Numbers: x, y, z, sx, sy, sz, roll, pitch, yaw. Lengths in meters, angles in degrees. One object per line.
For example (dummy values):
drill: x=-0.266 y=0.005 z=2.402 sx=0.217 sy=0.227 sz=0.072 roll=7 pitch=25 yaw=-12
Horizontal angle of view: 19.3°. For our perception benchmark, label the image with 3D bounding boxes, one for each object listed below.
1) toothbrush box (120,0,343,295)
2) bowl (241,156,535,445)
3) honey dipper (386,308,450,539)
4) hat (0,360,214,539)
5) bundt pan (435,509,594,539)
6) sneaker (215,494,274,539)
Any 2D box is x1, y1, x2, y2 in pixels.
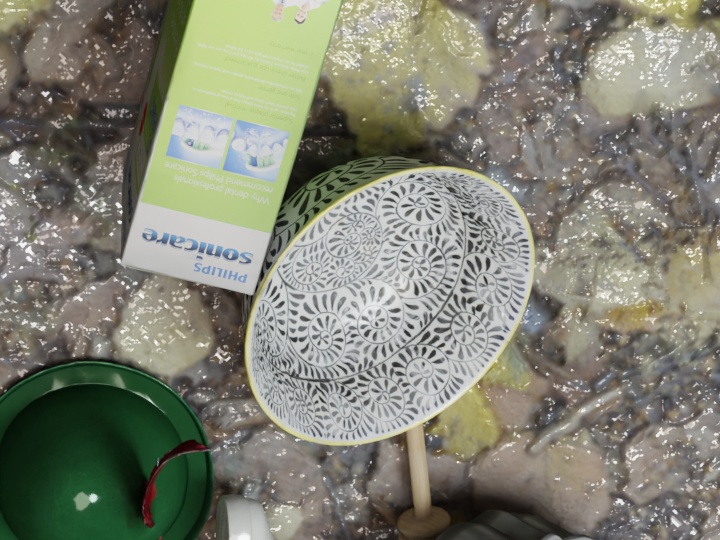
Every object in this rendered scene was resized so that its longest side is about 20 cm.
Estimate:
toothbrush box: x=-0.078 y=-0.111 z=1.240 sx=0.085 sy=0.146 sz=0.201 roll=12 pitch=114 yaw=-11
bowl: x=0.000 y=0.000 z=1.314 sx=0.199 sy=0.094 sz=0.202 roll=-18 pitch=131 yaw=-21
honey dipper: x=0.038 y=0.119 z=1.420 sx=0.038 sy=0.038 sz=0.201 roll=-7 pitch=114 yaw=-3
hat: x=-0.171 y=0.163 z=1.337 sx=0.164 sy=0.176 sz=0.201 roll=-5 pitch=115 yaw=-4
bundt pan: x=0.079 y=0.246 z=1.428 sx=0.201 sy=0.076 sz=0.203 roll=-23 pitch=131 yaw=-30
sneaker: x=-0.039 y=0.229 z=1.448 sx=0.115 sy=0.074 sz=0.201 roll=-7 pitch=125 yaw=-6
